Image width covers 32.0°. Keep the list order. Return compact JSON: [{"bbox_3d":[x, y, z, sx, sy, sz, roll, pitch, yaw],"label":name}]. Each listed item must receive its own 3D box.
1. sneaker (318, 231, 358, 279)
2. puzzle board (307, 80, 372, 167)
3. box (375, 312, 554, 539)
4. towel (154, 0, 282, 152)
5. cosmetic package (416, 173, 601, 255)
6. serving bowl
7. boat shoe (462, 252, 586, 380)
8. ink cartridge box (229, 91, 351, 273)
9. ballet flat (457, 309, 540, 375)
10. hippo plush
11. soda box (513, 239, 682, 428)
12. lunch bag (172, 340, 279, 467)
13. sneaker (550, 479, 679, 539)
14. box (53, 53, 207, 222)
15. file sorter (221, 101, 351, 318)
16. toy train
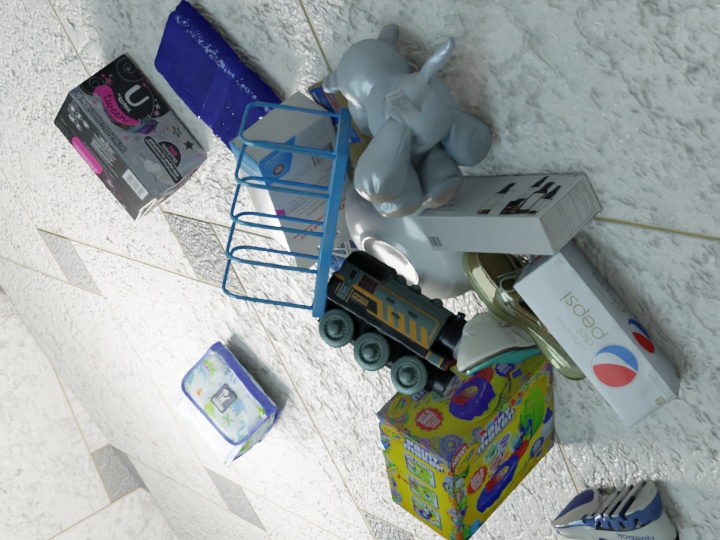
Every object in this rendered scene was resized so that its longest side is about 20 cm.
[{"bbox_3d":[0.000,0.000,1.659,0.199,0.077,0.076,31,147,29],"label":"sneaker"},{"bbox_3d":[0.028,-0.148,1.490,0.201,0.017,0.150,58,154,-15],"label":"puzzle board"},{"bbox_3d":[0.136,0.200,1.577,0.122,0.200,0.194,30,149,32],"label":"box"},{"bbox_3d":[-0.183,-0.246,1.655,0.200,0.049,0.148,47,147,6],"label":"towel"},{"bbox_3d":[0.153,-0.062,1.340,0.199,0.082,0.051,3,127,55],"label":"cosmetic package"},{"bbox_3d":[0.055,-0.032,1.515,0.199,0.066,0.201,33,156,17],"label":"serving bowl"},{"bbox_3d":[0.201,0.037,1.414,0.201,0.073,0.063,48,142,0],"label":"boat shoe"},{"bbox_3d":[-0.077,-0.107,1.579,0.068,0.115,0.201,37,156,39],"label":"ink cartridge box"},{"bbox_3d":[0.151,0.078,1.442,0.069,0.200,0.070,1,92,27],"label":"ballet flat"},{"bbox_3d":[0.023,-0.162,1.317,0.161,0.159,0.200,43,173,36],"label":"hippo plush"},{"bbox_3d":[0.255,0.065,1.343,0.068,0.064,0.200,-38,94,26],"label":"soda box"},{"bbox_3d":[-0.240,0.240,2.304,0.170,0.127,0.200,47,141,9],"label":"lunch bag"},{"bbox_3d":[0.333,0.339,1.593,0.116,0.080,0.199,54,152,-5],"label":"sneaker"},{"bbox_3d":[-0.343,-0.198,1.883,0.200,0.115,0.132,50,152,-5],"label":"box"},{"bbox_3d":[-0.084,-0.074,1.424,0.121,0.139,0.202,8,117,-2],"label":"file sorter"},{"bbox_3d":[0.037,0.063,1.487,0.199,0.115,0.085,32,-167,15],"label":"toy train"}]
